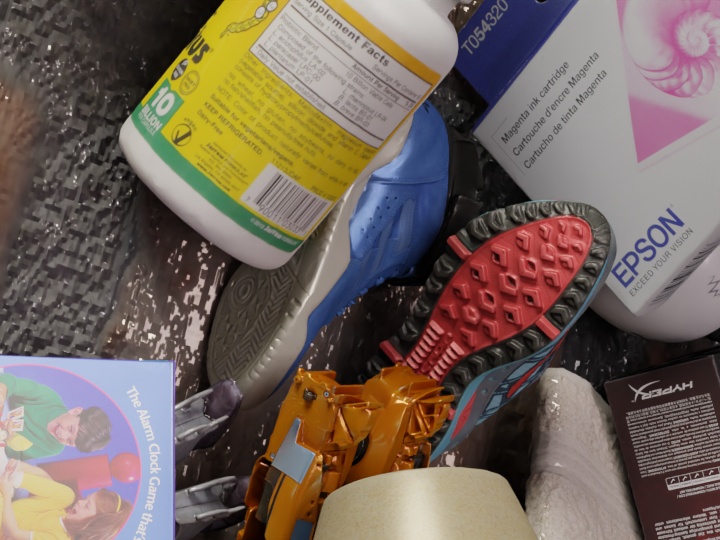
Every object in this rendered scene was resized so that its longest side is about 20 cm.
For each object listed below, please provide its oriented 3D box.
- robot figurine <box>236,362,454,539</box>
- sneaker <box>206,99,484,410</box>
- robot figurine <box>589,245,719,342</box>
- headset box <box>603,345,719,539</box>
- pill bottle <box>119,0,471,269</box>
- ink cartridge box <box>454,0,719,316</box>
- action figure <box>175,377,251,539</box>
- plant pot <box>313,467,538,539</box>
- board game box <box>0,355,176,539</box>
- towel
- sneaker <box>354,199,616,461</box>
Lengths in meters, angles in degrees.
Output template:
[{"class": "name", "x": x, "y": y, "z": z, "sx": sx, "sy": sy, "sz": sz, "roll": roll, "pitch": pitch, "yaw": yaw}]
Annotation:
[{"class": "robot figurine", "x": -0.022, "y": 0.149, "z": 1.135, "sx": 0.145, "sy": 0.058, "sz": 0.200, "roll": 0, "pitch": 111, "yaw": -55}, {"class": "sneaker", "x": 0.001, "y": 0.000, "z": 1.183, "sx": 0.111, "sy": 0.077, "sz": 0.200, "roll": 33, "pitch": 77, "yaw": -36}, {"class": "robot figurine", "x": 0.206, "y": -0.047, "z": 1.302, "sx": 0.150, "sy": 0.125, "sz": 0.200, "roll": 39, "pitch": 64, "yaw": 7}, {"class": "headset box", "x": 0.230, "y": 0.146, "z": 1.290, "sx": 0.149, "sy": 0.077, "sz": 0.200, "roll": -8, "pitch": 82, "yaw": -60}, {"class": "pill bottle", "x": -0.022, "y": -0.108, "z": 1.099, "sx": 0.113, "sy": 0.113, "sz": 0.200, "roll": 35, "pitch": 102, "yaw": -29}, {"class": "ink cartridge box", "x": 0.148, "y": -0.110, "z": 1.172, "sx": 0.200, "sy": 0.196, "sz": 0.043, "roll": 48, "pitch": 38, "yaw": 13}, {"class": "action figure", "x": -0.145, "y": 0.116, "z": 1.080, "sx": 0.200, "sy": 0.069, "sz": 0.130, "roll": -16, "pitch": 83, "yaw": -41}, {"class": "plant pot", "x": 0.038, "y": 0.202, "z": 1.023, "sx": 0.187, "sy": 0.187, "sz": 0.200, "roll": 10, "pitch": 65, "yaw": -34}, {"class": "board game box", "x": -0.154, "y": 0.138, "z": 0.995, "sx": 0.134, "sy": 0.045, "sz": 0.200, "roll": 3, "pitch": 62, "yaw": -10}, {"class": "towel", "x": 0.157, "y": 0.163, "z": 1.269, "sx": 0.200, "sy": 0.034, "sz": 0.133, "roll": 46, "pitch": 38, "yaw": -37}, {"class": "sneaker", "x": 0.074, "y": 0.027, "z": 1.187, "sx": 0.079, "sy": 0.200, "sz": 0.095, "roll": 52, "pitch": 33, "yaw": 13}]
